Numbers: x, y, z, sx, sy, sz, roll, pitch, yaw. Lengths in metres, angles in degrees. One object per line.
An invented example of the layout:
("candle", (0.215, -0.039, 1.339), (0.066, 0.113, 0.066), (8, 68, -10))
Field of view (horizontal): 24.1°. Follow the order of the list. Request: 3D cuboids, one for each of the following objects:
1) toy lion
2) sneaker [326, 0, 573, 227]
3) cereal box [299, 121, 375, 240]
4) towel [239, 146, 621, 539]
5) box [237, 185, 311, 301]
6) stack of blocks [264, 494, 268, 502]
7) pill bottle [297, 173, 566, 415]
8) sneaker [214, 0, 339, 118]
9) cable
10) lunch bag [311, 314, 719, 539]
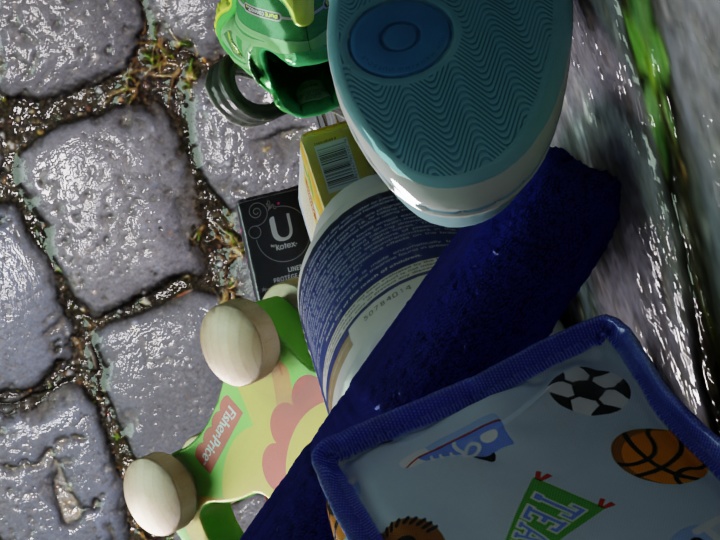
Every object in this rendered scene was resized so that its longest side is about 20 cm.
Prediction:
("toy lion", (-0.024, 0.117, 0.920), (0.192, 0.068, 0.201), (46, 127, 22))
("sneaker", (0.030, -0.064, 0.574), (0.131, 0.079, 0.201), (78, -176, -48))
("cereal box", (0.000, 0.000, 1.027), (0.200, 0.039, 0.145), (107, 145, -83))
("towel", (0.017, 0.055, 0.571), (0.049, 0.201, 0.148), (36, 177, -2))
("box", (-0.014, -0.001, 1.244), (0.200, 0.131, 0.116), (104, 152, -86))
("stack of blocks", (-0.011, 0.195, 1.028), (0.115, 0.058, 0.202), (82, 171, -65))
("pill bottle", (0.029, 0.025, 0.783), (0.200, 0.110, 0.112), (-112, 6, -66))
("sneaker", (-0.041, -0.122, 0.936), (0.200, 0.073, 0.085), (102, 155, -85))
("cable", (-0.035, -0.117, 1.095), (0.200, 0.050, 0.098), (-38, -74, -49))
("lunch bag", (0.076, 0.144, 0.449), (0.200, 0.123, 0.171), (52, 162, 50))
